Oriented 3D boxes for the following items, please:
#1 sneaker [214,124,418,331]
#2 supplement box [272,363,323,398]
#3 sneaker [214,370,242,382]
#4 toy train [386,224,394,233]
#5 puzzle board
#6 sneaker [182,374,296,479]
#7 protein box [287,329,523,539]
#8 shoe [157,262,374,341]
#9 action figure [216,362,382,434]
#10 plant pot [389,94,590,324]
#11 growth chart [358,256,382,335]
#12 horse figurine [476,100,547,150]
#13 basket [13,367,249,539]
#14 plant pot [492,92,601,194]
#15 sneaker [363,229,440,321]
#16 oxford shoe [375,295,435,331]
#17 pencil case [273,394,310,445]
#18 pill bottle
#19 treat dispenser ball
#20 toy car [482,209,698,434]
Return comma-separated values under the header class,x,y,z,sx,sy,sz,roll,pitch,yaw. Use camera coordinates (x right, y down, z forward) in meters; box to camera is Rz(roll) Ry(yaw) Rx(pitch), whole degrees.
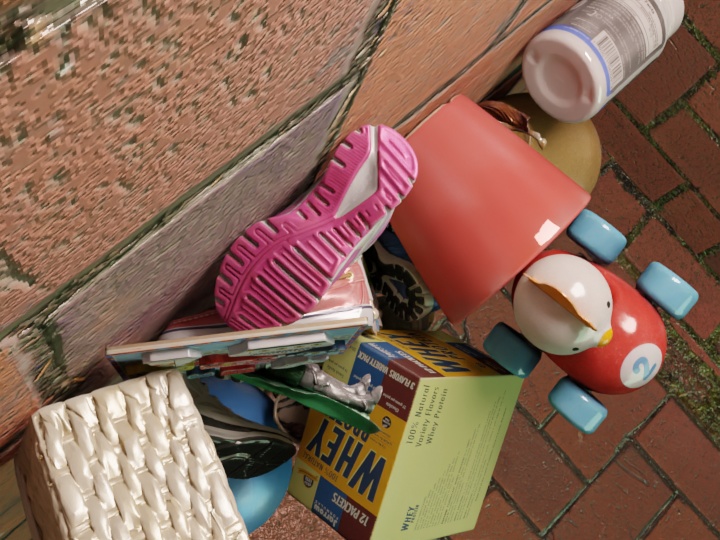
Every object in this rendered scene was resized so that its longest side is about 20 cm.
class,x,y,z,sx,sy,sz,roll,pitch,yaw
sneaker,-0.032,-0.024,0.743,0.200,0.082,0.088,-42,175,0
supplement box,-0.061,0.080,1.155,0.108,0.111,0.200,-16,169,-16
sneaker,-0.087,0.037,0.945,0.199,0.081,0.084,-39,-167,13
toy train,0.024,-0.031,1.287,0.199,0.087,0.114,-42,-176,-10
puzzle board,-0.100,0.069,0.752,0.196,0.018,0.151,-7,168,-11
sneaker,-0.149,0.143,0.951,0.075,0.117,0.199,-37,145,22
protein box,0.052,0.183,1.037,0.198,0.134,0.202,5,105,-48
shoe,-0.086,0.020,0.814,0.197,0.093,0.071,-8,170,-23
action figure,-0.078,0.092,0.875,0.056,0.197,0.118,-69,-161,1
plant pot,0.116,-0.075,0.989,0.200,0.178,0.200,-42,176,-4
growth chart,0.000,0.000,1.008,0.017,0.147,0.200,-17,175,2
horse figurine,0.141,-0.139,1.125,0.050,0.131,0.201,-54,175,-43
basket,-0.171,0.192,0.699,0.134,0.202,0.124,-16,156,-29
plant pot,0.212,-0.160,1.246,0.186,0.187,0.199,-43,162,20
sneaker,0.051,-0.004,1.121,0.088,0.200,0.080,-6,121,-31
oxford shoe,0.028,0.063,1.190,0.057,0.076,0.199,-22,-174,-34
pencil case,-0.047,0.178,1.155,0.088,0.079,0.200,-7,169,6
pill bottle,0.291,-0.273,1.092,0.199,0.114,0.114,-40,176,-27
treat dispenser ball,-0.181,0.232,1.141,0.200,0.201,0.201,-42,176,-3
toy car,0.216,0.047,0.905,0.185,0.176,0.200,-53,162,8
